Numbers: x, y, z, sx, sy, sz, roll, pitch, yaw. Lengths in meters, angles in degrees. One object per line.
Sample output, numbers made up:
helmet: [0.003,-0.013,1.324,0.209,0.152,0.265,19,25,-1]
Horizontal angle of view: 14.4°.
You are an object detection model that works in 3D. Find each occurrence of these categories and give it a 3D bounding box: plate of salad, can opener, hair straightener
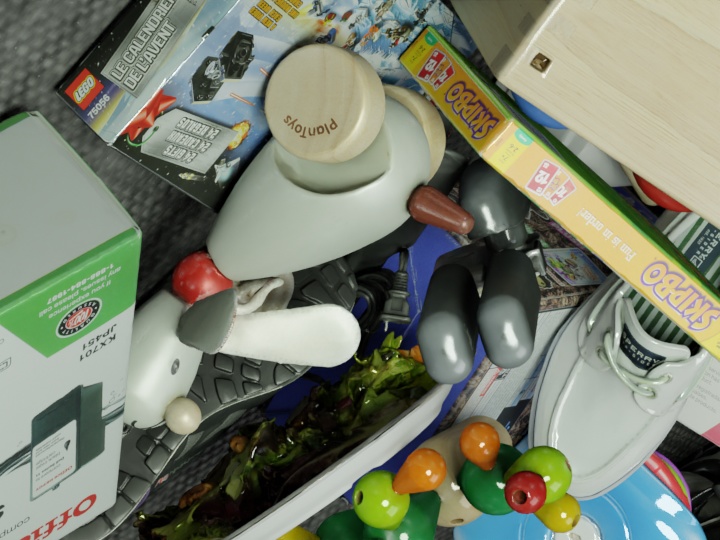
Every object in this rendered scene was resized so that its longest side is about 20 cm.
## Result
plate of salad: [-0.033,0.086,1.352,0.200,0.048,0.200,-34,-177,2]
can opener: [0.050,0.001,1.258,0.052,0.067,0.200,-16,-166,9]
hair straightener: [0.000,0.000,1.385,0.041,0.077,0.200,13,139,-21]

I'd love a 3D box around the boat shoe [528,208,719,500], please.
boat shoe: [0.140,0.029,1.411,0.200,0.073,0.067,-63,176,14]

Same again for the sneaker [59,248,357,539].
sneaker: [-0.090,0.056,1.362,0.200,0.076,0.088,-39,175,-13]

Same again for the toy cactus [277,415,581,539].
toy cactus: [0.036,0.121,1.368,0.200,0.102,0.165,-40,180,34]

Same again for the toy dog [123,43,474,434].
toy dog: [-0.023,0.000,1.225,0.132,0.096,0.200,-13,141,-49]

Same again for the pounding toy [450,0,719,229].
pounding toy: [0.129,-0.095,1.284,0.184,0.200,0.142,32,104,-21]

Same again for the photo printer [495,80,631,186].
photo printer: [0.168,-0.120,1.474,0.200,0.069,0.167,-5,133,-55]

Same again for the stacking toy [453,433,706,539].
stacking toy: [0.144,0.136,1.583,0.110,0.116,0.200,-48,167,14]

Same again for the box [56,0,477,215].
box: [-0.034,-0.089,1.237,0.137,0.040,0.200,-48,156,3]

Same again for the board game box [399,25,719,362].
board game box: [0.103,-0.029,1.281,0.200,0.096,0.030,35,101,-35]

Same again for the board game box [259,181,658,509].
board game box: [0.071,0.038,1.531,0.200,0.097,0.160,-6,135,-55]

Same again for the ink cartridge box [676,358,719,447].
ink cartridge box: [0.233,-0.003,1.457,0.083,0.146,0.200,-6,124,-56]

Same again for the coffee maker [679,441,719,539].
coffee maker: [0.238,0.221,1.981,0.200,0.134,0.193,-7,91,-54]

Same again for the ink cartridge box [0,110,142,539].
ink cartridge box: [-0.174,0.051,1.178,0.146,0.083,0.200,-31,153,-27]
